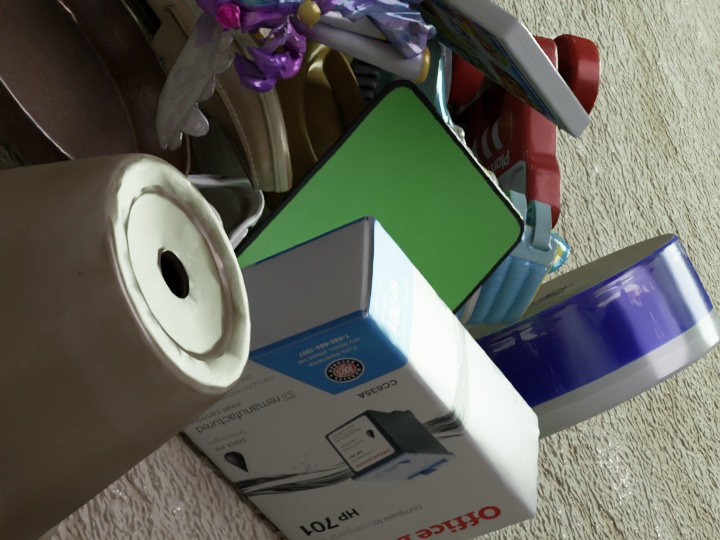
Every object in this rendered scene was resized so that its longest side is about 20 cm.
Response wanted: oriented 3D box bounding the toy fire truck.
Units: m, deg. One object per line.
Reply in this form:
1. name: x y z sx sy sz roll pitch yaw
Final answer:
1. toy fire truck: 0.084 -0.077 1.804 0.111 0.200 0.169 12 67 -21

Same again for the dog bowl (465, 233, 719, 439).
1. dog bowl: 0.146 0.051 1.783 0.079 0.199 0.200 65 24 -3

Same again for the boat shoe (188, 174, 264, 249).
1. boat shoe: -0.111 -0.021 1.460 0.071 0.069 0.200 65 24 -8

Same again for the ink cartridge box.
1. ink cartridge box: -0.005 0.080 1.506 0.200 0.146 0.086 50 29 -36

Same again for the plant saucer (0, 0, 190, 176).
1. plant saucer: -0.170 -0.116 1.422 0.200 0.034 0.201 46 24 -28

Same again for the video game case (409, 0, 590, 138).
1. video game case: 0.045 -0.164 1.571 0.200 0.018 0.143 39 -3 30

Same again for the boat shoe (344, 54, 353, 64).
1. boat shoe: -0.008 -0.198 1.831 0.072 0.062 0.201 44 34 -43

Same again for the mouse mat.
1. mouse mat: 0.000 0.000 1.572 0.161 0.200 0.008 48 -7 -38

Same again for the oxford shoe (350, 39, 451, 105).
1. oxford shoe: 0.019 -0.083 1.747 0.084 0.072 0.201 44 57 -83

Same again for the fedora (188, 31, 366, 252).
1. fedora: -0.046 -0.089 1.635 0.201 0.081 0.201 47 31 -41

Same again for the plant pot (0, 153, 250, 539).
1. plant pot: -0.154 0.029 1.205 0.200 0.173 0.201 44 34 -41

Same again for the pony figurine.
1. pony figurine: -0.060 -0.156 1.442 0.193 0.199 0.168 -129 -129 -68

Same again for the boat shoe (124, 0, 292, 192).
1. boat shoe: -0.098 -0.124 1.541 0.072 0.065 0.201 94 -27 -63

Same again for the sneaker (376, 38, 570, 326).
1. sneaker: 0.072 -0.056 1.659 0.080 0.130 0.201 -105 -164 -74
